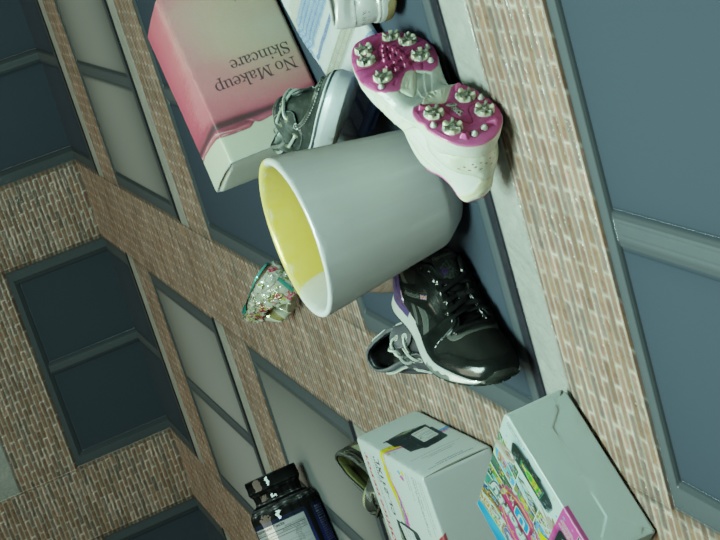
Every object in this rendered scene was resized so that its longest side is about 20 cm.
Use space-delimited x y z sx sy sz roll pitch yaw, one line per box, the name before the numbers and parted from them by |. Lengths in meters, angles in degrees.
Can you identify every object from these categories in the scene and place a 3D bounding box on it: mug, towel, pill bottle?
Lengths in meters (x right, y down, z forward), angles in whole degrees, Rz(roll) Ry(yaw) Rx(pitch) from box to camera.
mug | -0.002 -0.068 1.420 0.187 0.153 0.150 57 161 34
towel | -0.025 -0.241 1.505 0.200 0.024 0.147 61 160 17
pill bottle | -0.101 0.405 2.416 0.200 0.112 0.112 66 164 7

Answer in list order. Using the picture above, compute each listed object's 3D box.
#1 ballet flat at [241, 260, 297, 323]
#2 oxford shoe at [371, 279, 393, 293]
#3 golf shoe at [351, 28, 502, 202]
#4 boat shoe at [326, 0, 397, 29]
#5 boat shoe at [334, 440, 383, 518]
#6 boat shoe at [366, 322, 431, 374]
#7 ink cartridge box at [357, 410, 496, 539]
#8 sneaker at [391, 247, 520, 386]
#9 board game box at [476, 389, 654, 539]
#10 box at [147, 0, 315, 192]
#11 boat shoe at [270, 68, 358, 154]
ballet flat | -0.119 0.040 2.096 0.064 0.076 0.200 33 167 -1
oxford shoe | 0.000 0.000 1.642 0.071 0.073 0.200 69 163 -2
golf shoe | 0.051 -0.131 1.319 0.200 0.075 0.092 53 161 45
boat shoe | -0.035 -0.303 1.369 0.071 0.069 0.200 115 133 -69
boat shoe | 0.032 0.273 1.902 0.201 0.066 0.072 47 153 50
boat shoe | 0.058 0.083 1.582 0.073 0.063 0.200 69 164 -3
ink cartridge box | 0.084 0.247 1.675 0.200 0.083 0.146 15 126 69
sneaker | 0.079 0.031 1.441 0.200 0.076 0.088 -135 34 -53
board game box | 0.175 0.218 1.387 0.148 0.064 0.200 60 163 26
box | -0.132 -0.208 1.700 0.200 0.128 0.109 65 163 8
boat shoe | -0.053 -0.142 1.513 0.071 0.072 0.200 25 157 -3
